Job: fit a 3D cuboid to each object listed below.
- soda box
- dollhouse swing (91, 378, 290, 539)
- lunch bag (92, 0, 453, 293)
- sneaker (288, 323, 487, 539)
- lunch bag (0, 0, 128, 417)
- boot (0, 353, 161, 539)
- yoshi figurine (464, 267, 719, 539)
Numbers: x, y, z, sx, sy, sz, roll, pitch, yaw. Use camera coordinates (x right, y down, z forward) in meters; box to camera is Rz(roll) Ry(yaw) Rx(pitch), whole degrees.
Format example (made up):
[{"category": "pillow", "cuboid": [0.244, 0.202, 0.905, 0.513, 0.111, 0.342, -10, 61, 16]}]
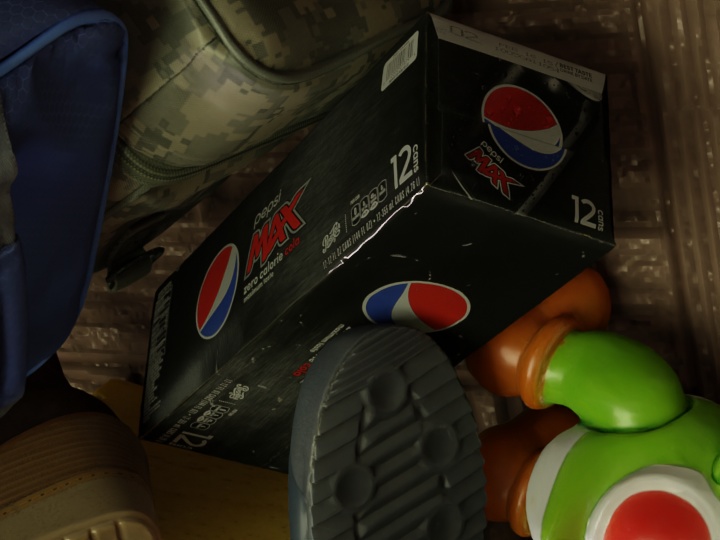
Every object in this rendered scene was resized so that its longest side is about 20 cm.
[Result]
[{"category": "soda box", "cuboid": [0.000, 0.000, 0.681, 0.200, 0.071, 0.063, -40, 41, 50]}, {"category": "dollhouse swing", "cuboid": [-0.088, 0.176, 0.773, 0.182, 0.200, 0.176, 16, 123, 29]}, {"category": "lunch bag", "cuboid": [-0.095, -0.109, 0.688, 0.168, 0.139, 0.200, -37, 87, 37]}, {"category": "sneaker", "cuboid": [-0.002, 0.103, 0.687, 0.082, 0.070, 0.200, 29, 130, 53]}, {"category": "lunch bag", "cuboid": [-0.152, -0.018, 0.604, 0.132, 0.136, 0.200, 43, 147, 18]}, {"category": "boot", "cuboid": [-0.177, 0.078, 0.710, 0.166, 0.200, 0.072, -138, 42, -58]}, {"category": "yoshi figurine", "cuboid": [0.132, 0.069, 0.657, 0.200, 0.112, 0.112, 28, 84, 39]}]
